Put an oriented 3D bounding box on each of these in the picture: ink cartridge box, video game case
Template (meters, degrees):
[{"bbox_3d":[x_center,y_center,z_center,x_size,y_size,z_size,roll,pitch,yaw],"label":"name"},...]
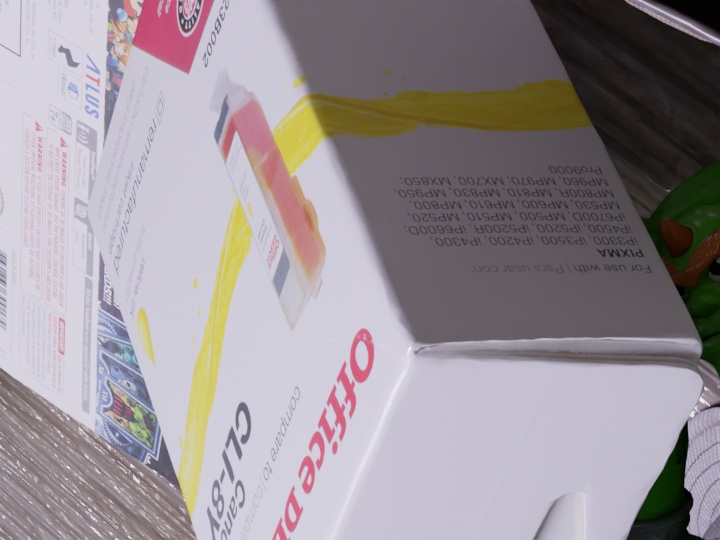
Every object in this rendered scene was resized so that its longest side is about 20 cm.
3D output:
[{"bbox_3d":[0.000,0.000,0.775,0.200,0.083,0.145,-113,33,-41],"label":"ink cartridge box"},{"bbox_3d":[-0.061,-0.018,0.980,0.181,0.036,0.201,30,133,30],"label":"video game case"}]

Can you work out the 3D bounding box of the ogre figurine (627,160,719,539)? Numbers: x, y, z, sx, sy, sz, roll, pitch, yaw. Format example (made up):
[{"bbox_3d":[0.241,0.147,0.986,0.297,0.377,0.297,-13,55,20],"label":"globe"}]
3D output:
[{"bbox_3d":[0.121,0.021,0.752,0.200,0.098,0.120,-26,96,54],"label":"ogre figurine"}]

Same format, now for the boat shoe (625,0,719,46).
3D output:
[{"bbox_3d":[0.128,-0.056,0.664,0.200,0.073,0.075,28,149,32],"label":"boat shoe"}]

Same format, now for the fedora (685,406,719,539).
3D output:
[{"bbox_3d":[0.148,0.145,0.897,0.200,0.090,0.177,37,152,18],"label":"fedora"}]
